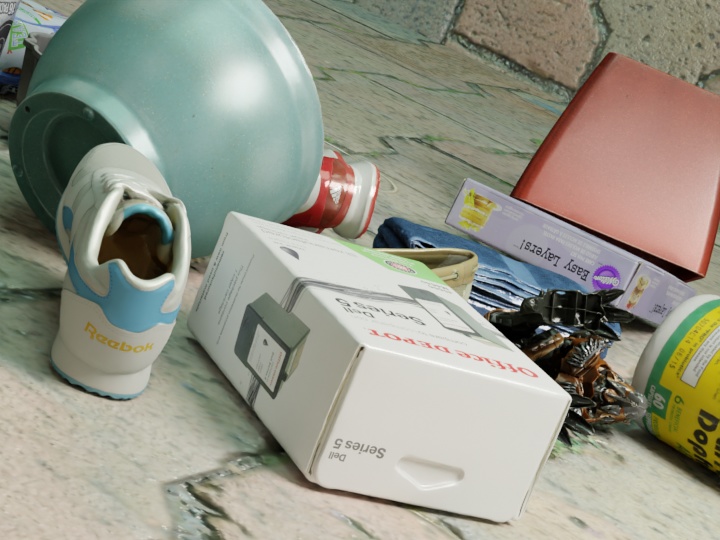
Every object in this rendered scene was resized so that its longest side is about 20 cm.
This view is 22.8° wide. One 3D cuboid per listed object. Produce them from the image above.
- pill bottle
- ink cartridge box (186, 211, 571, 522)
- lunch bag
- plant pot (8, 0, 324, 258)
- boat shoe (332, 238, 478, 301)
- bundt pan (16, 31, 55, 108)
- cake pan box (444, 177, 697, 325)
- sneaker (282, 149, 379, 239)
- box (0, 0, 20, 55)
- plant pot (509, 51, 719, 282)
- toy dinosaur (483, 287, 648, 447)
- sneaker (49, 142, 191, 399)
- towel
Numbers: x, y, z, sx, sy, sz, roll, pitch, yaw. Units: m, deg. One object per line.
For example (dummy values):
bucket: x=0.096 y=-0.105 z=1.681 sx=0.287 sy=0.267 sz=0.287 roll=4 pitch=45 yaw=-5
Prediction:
pill bottle: x=0.295 y=0.106 z=1.229 sx=0.200 sy=0.113 sz=0.113 roll=31 pitch=16 yaw=34
ink cartridge box: x=0.006 y=0.052 z=1.025 sx=0.145 sy=0.084 sz=0.200 roll=15 pitch=15 yaw=-30
lunch bag: x=-0.332 y=-0.215 z=1.561 sx=0.200 sy=0.076 sz=0.160 roll=26 pitch=11 yaw=20
plant pot: x=-0.143 y=-0.087 z=1.165 sx=0.200 sy=0.201 sz=0.134 roll=28 pitch=41 yaw=23
boat shoe: x=0.002 y=0.001 z=1.269 sx=0.200 sy=0.063 sz=0.073 roll=12 pitch=16 yaw=-38
bundt pan: x=-0.181 y=-0.116 z=1.406 sx=0.201 sy=0.076 sz=0.202 roll=21 pitch=14 yaw=-5
cake pan box: x=0.194 y=-0.013 z=1.609 sx=0.184 sy=0.052 sz=0.200 roll=30 pitch=5 yaw=25
sneaker: x=-0.072 y=-0.068 z=1.323 sx=0.115 sy=0.079 sz=0.200 roll=15 pitch=-9 yaw=-22
box: x=-0.350 y=-0.165 z=1.241 sx=0.132 sy=0.115 sz=0.200 roll=27 pitch=15 yaw=12
plant pot: x=0.271 y=-0.107 z=1.794 sx=0.200 sy=0.177 sz=0.200 roll=22 pitch=-3 yaw=2
toy dinosaur: x=0.107 y=0.064 z=1.190 sx=0.199 sy=0.102 sz=0.136 roll=2 pitch=-3 yaw=-21
sneaker: x=-0.126 y=-0.018 z=0.993 sx=0.076 sy=0.081 sz=0.200 roll=17 pitch=32 yaw=-19
towel: x=0.108 y=0.011 z=1.443 sx=0.200 sy=0.049 sz=0.112 roll=19 pitch=13 yaw=-13
